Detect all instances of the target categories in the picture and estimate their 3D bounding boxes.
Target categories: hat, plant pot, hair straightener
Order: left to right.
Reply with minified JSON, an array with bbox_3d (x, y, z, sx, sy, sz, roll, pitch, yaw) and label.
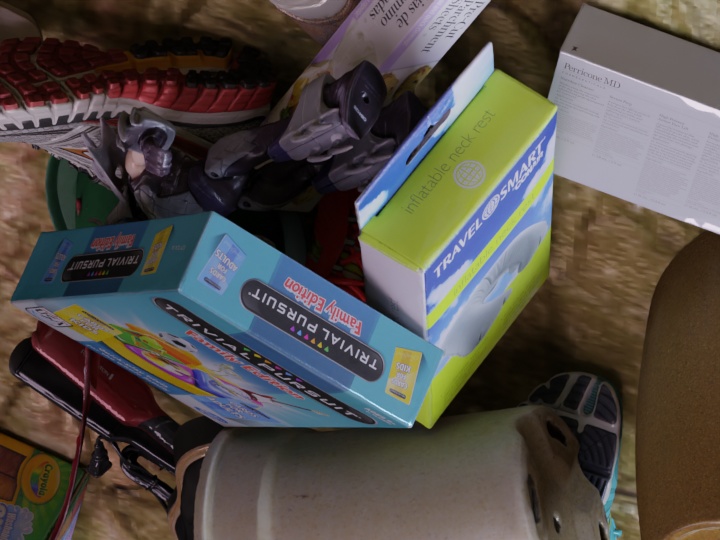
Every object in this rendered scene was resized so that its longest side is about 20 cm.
[{"bbox_3d":[-0.129,0.031,1.596,0.165,0.176,0.200,-7,124,27],"label":"hat"},{"bbox_3d":[-0.137,0.106,1.762,0.200,0.041,0.077,36,137,-13],"label":"hair straightener"},{"bbox_3d":[0.034,0.161,1.563,0.183,0.201,0.201,-16,119,23],"label":"plant pot"},{"bbox_3d":[0.220,0.101,1.491,0.186,0.200,0.187,12,129,15],"label":"plant pot"}]

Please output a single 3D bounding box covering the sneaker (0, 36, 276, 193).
[{"bbox_3d":[-0.146,-0.076,1.538,0.199,0.078,0.082,1,120,-12],"label":"sneaker"}]

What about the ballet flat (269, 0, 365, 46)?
[{"bbox_3d":[-0.040,-0.185,1.461,0.068,0.067,0.201,-3,125,25],"label":"ballet flat"}]

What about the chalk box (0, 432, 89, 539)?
[{"bbox_3d":[-0.256,0.184,1.811,0.199,0.125,0.124,22,132,4],"label":"chalk box"}]

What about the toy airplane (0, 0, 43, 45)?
[{"bbox_3d":[-0.298,-0.153,1.545,0.199,0.141,0.199,-16,131,13],"label":"toy airplane"}]

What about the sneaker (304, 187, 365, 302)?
[{"bbox_3d":[0.000,0.000,1.575,0.077,0.085,0.201,18,124,9],"label":"sneaker"}]

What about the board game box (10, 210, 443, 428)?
[{"bbox_3d":[-0.074,0.030,1.468,0.151,0.047,0.200,31,163,-26],"label":"board game box"}]

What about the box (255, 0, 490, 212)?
[{"bbox_3d":[0.005,-0.108,1.495,0.200,0.041,0.039,-48,58,33],"label":"box"}]

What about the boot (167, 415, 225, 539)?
[{"bbox_3d":[-0.076,0.190,1.678,0.077,0.139,0.200,-10,150,3],"label":"boot"}]

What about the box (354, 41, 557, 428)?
[{"bbox_3d":[0.051,-0.015,1.465,0.048,0.122,0.200,32,157,18],"label":"box"}]

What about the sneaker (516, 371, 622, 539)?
[{"bbox_3d":[0.118,0.148,1.657,0.077,0.080,0.201,21,115,26],"label":"sneaker"}]

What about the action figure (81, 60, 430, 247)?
[{"bbox_3d":[-0.065,-0.049,1.476,0.199,0.070,0.130,-22,135,30],"label":"action figure"}]

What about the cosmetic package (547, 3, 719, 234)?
[{"bbox_3d":[0.195,-0.065,1.467,0.199,0.051,0.083,21,136,7],"label":"cosmetic package"}]
